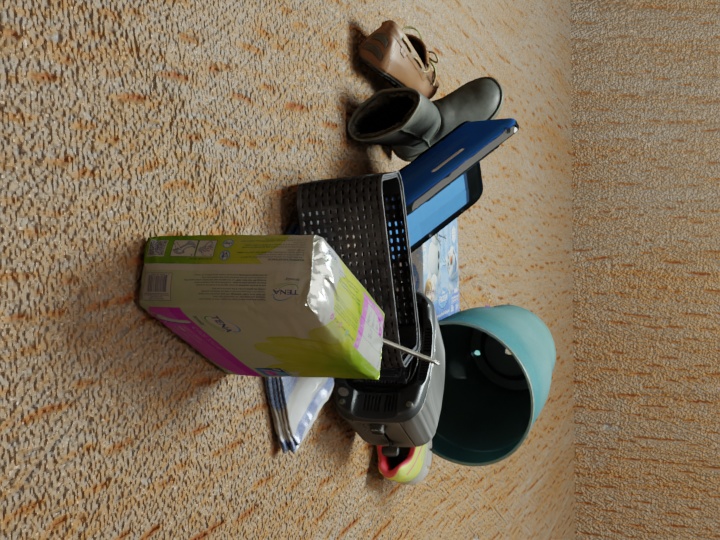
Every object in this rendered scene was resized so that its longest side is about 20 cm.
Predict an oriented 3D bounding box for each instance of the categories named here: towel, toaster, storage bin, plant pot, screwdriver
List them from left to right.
[{"bbox_3d":[-0.066,0.067,1.186,0.147,0.024,0.201,-56,142,-60],"label":"towel"},{"bbox_3d":[0.000,0.000,1.235,0.135,0.093,0.201,-32,115,-77],"label":"storage bin"},{"bbox_3d":[0.000,0.058,1.140,0.200,0.028,0.029,20,37,-33],"label":"screwdriver"},{"bbox_3d":[0.040,0.114,1.371,0.129,0.113,0.201,68,26,-57],"label":"toaster"},{"bbox_3d":[0.172,0.135,1.577,0.188,0.199,0.201,-31,120,-58],"label":"plant pot"}]

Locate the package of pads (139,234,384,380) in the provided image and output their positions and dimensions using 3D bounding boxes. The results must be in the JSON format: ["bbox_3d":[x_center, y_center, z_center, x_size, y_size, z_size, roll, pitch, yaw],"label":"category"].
[{"bbox_3d":[-0.071,0.035,0.962,0.200,0.154,0.068,51,43,-62],"label":"package of pads"}]

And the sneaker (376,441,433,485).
[{"bbox_3d":[0.055,0.174,1.471,0.090,0.078,0.201,10,78,-64],"label":"sneaker"}]

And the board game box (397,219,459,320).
[{"bbox_3d":[0.097,-0.026,1.644,0.200,0.043,0.200,-19,108,-70],"label":"board game box"}]

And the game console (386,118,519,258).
[{"bbox_3d":[0.100,-0.084,1.409,0.200,0.171,0.119,-38,110,-20],"label":"game console"}]

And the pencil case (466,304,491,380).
[{"bbox_3d":[0.163,0.133,1.776,0.200,0.085,0.093,-55,165,-61],"label":"pencil case"}]

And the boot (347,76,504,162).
[{"bbox_3d":[0.086,-0.201,1.444,0.073,0.182,0.200,58,10,17],"label":"boot"}]

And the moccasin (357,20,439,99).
[{"bbox_3d":[0.060,-0.269,1.477,0.078,0.074,0.201,-53,154,7],"label":"moccasin"}]
